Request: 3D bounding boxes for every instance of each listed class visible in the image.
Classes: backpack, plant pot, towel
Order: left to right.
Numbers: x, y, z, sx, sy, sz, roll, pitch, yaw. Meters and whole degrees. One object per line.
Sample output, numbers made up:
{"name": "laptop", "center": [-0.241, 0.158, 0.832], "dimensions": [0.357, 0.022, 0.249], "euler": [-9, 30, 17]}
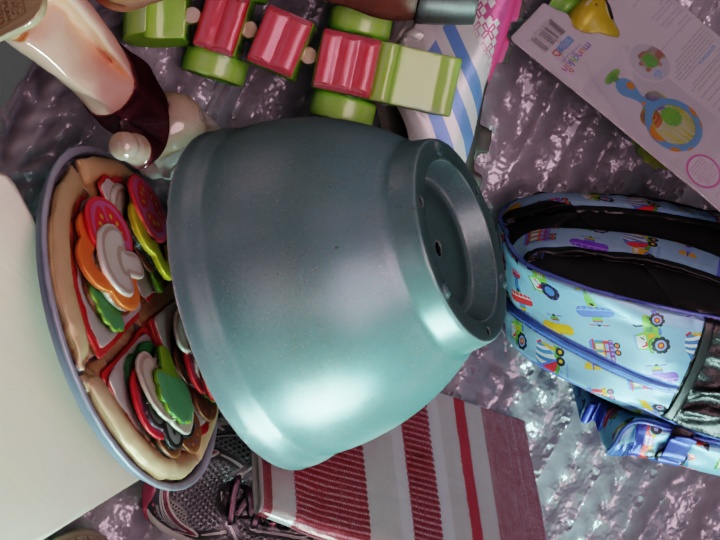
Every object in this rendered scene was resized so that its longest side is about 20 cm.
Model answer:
{"name": "plant pot", "center": [0.000, 0.000, 1.348], "dimensions": [0.134, 0.200, 0.201], "euler": [-16, 108, 23]}
{"name": "towel", "center": [0.022, 0.121, 1.439], "dimensions": [0.200, 0.144, 0.023], "euler": [20, 128, -23]}
{"name": "backpack", "center": [0.172, 0.032, 1.461], "dimensions": [0.199, 0.183, 0.135], "euler": [12, 111, -9]}

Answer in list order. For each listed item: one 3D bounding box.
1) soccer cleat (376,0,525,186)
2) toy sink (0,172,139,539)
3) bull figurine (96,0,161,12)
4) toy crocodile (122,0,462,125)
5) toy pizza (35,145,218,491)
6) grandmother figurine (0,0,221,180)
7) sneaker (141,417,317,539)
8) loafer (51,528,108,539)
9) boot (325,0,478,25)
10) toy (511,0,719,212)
{"name": "soccer cleat", "center": [0.044, -0.136, 1.437], "dimensions": [0.086, 0.070, 0.201], "euler": [11, 92, -16]}
{"name": "toy sink", "center": [-0.223, 0.048, 1.336], "dimensions": [0.130, 0.112, 0.200], "euler": [-32, 114, -14]}
{"name": "bull figurine", "center": [-0.062, -0.207, 1.299], "dimensions": [0.199, 0.065, 0.122], "euler": [-19, 109, -3]}
{"name": "toy crocodile", "center": [-0.040, -0.130, 1.390], "dimensions": [0.199, 0.062, 0.068], "euler": [17, 93, 0]}
{"name": "toy pizza", "center": [-0.119, 0.023, 1.338], "dimensions": [0.032, 0.200, 0.201], "euler": [-17, 108, 18]}
{"name": "grandmother figurine", "center": [-0.139, -0.106, 1.335], "dimensions": [0.060, 0.122, 0.200], "euler": [-25, 147, 19]}
{"name": "sneaker", "center": [-0.035, 0.139, 1.446], "dimensions": [0.199, 0.075, 0.081], "euler": [11, 94, -22]}
{"name": "loafer", "center": [-0.220, 0.223, 1.391], "dimensions": [0.200, 0.068, 0.076], "euler": [-42, 113, -28]}
{"name": "boot", "center": [-0.027, -0.231, 1.396], "dimensions": [0.199, 0.069, 0.189], "euler": [6, 71, -3]}
{"name": "toy", "center": [0.191, -0.102, 1.481], "dimensions": [0.200, 0.047, 0.115], "euler": [42, 55, 1]}
